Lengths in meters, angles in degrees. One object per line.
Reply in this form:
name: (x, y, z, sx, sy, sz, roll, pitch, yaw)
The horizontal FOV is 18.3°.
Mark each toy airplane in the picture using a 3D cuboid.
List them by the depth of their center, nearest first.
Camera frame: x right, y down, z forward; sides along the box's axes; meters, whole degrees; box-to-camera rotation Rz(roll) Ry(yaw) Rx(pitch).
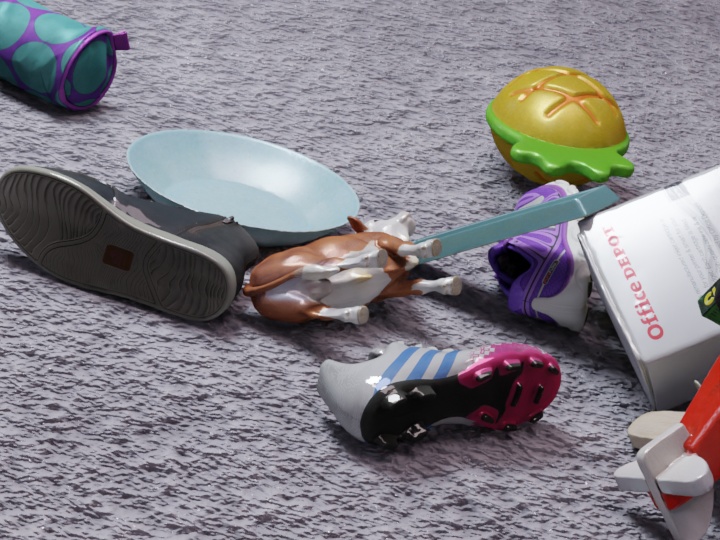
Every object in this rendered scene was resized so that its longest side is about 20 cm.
toy airplane: (0.276, 0.115, 1.566, 0.141, 0.199, 0.200, 43, 23, -22)

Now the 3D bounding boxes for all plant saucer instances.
plant saucer: (0.110, -0.034, 1.811, 0.199, 0.019, 0.070, -17, 4, 33)
plant saucer: (-0.101, -0.061, 1.866, 0.200, 0.039, 0.201, 13, 22, -5)

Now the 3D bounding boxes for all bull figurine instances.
bull figurine: (0.000, 0.000, 1.736, 0.121, 0.065, 0.200, 1, 15, 40)

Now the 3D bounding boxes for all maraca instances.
maraca: (0.188, -0.127, 2.092, 0.136, 0.107, 0.200, 4, 24, -6)

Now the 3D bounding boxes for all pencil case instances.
pencil case: (-0.314, -0.217, 2.030, 0.199, 0.085, 0.092, 28, 54, 26)

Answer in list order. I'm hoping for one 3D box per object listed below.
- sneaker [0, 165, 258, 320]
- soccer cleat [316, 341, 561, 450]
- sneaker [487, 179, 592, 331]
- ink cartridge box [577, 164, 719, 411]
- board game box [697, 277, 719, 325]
sneaker: (-0.178, -0.028, 1.711, 0.199, 0.075, 0.106, 27, 19, 3)
soccer cleat: (0.057, 0.076, 1.607, 0.199, 0.070, 0.086, -6, 31, -40)
sneaker: (0.147, -0.021, 1.884, 0.083, 0.081, 0.200, 7, 24, -4)
ink cartridge box: (0.286, 0.001, 1.736, 0.199, 0.083, 0.146, -22, 55, 0)
board game box: (0.357, 0.035, 1.654, 0.200, 0.105, 0.024, 29, 31, -25)
